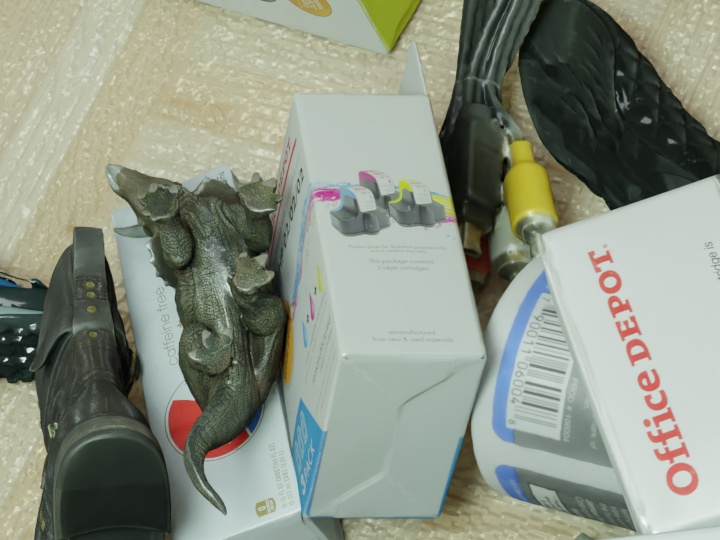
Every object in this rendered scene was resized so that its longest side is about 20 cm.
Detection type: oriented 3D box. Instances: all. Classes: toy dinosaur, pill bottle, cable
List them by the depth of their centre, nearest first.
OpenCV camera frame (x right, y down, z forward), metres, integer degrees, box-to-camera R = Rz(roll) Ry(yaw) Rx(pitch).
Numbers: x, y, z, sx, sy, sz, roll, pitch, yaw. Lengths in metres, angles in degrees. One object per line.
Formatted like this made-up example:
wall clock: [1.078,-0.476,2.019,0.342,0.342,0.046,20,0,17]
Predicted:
pill bottle: [0.158,0.065,1.229,0.199,0.114,0.114,13,67,28]
toy dinosaur: [-0.060,0.019,1.291,0.077,0.102,0.201,-17,64,-4]
cable: [0.063,-0.069,1.389,0.097,0.050,0.201,-34,39,47]

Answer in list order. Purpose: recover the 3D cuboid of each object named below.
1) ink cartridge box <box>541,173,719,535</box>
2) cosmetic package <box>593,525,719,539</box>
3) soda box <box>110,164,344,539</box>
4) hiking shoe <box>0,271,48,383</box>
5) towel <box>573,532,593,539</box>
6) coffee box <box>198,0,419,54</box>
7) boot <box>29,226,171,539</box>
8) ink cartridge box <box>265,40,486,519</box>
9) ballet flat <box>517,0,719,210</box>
ink cartridge box: [0.187,0.031,1.120,0.199,0.084,0.146,-19,59,1]
cosmetic package: [0.104,0.216,1.077,0.166,0.200,0.168,-7,57,15]
soda box: [-0.064,0.054,1.360,0.068,0.064,0.201,-21,55,11]
hiking shoe: [-0.221,0.001,1.449,0.199,0.074,0.087,7,65,26]
towel: [0.102,0.229,1.206,0.200,0.035,0.193,33,78,35]
coffee box: [-0.047,-0.264,1.455,0.197,0.200,0.200,19,69,30]
boot: [-0.127,0.102,1.337,0.069,0.201,0.174,5,28,-15]
ink cartridge box: [0.000,0.000,1.296,0.068,0.115,0.200,1,47,-12]
ballet flat: [0.133,-0.062,1.364,0.067,0.057,0.200,-53,45,23]
